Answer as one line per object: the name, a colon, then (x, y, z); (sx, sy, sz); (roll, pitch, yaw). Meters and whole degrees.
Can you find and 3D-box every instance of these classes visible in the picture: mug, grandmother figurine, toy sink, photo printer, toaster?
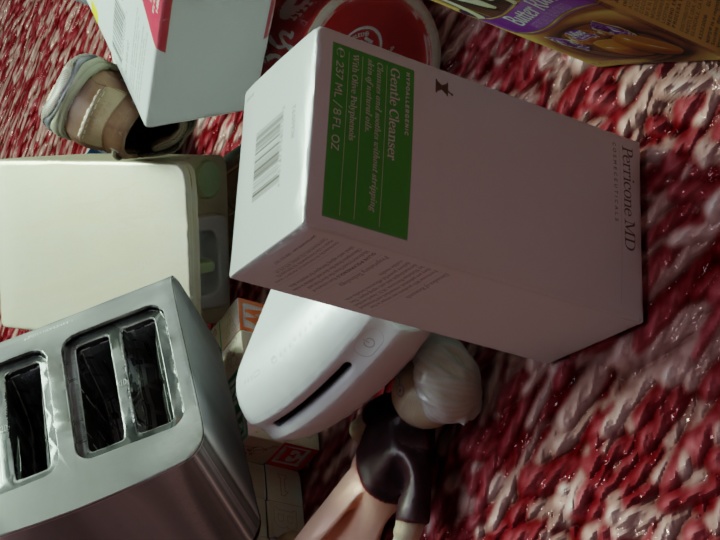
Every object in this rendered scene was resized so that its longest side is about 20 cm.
mug: (-0.033, -0.184, 1.047); (0.200, 0.132, 0.179); (34, 116, 58)
grandmother figurine: (0.012, 0.121, 0.877); (0.201, 0.060, 0.122); (-61, 38, 28)
toy sink: (-0.168, -0.022, 1.126); (0.198, 0.112, 0.132); (2, 98, 35)
photo printer: (0.000, 0.000, 0.888); (0.166, 0.069, 0.201); (-43, 20, 48)
toaster: (-0.170, 0.121, 0.947); (0.179, 0.119, 0.201); (-21, 47, 2)

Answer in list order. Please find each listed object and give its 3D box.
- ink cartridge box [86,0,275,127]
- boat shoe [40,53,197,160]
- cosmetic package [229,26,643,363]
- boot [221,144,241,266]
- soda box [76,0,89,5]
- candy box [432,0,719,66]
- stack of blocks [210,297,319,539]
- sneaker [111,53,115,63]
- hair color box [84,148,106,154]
ink cartridge box: (-0.132, -0.220, 0.989); (0.201, 0.083, 0.146); (61, 151, 32)
boat shoe: (-0.155, -0.111, 1.073); (0.076, 0.071, 0.200); (-64, -11, 17)
cosmetic package: (0.041, -0.032, 0.749); (0.085, 0.198, 0.109); (-31, 51, 54)
boot: (-0.108, -0.047, 1.201); (0.200, 0.076, 0.074); (-39, 3, 27)
soda box: (-0.125, -0.215, 1.159); (0.064, 0.198, 0.069); (13, 87, 64)
candy box: (0.082, -0.158, 0.742); (0.116, 0.198, 0.057); (11, 84, 63)
stack of blocks: (-0.082, 0.136, 1.040); (0.115, 0.058, 0.202); (-47, 37, 40)
sneaker: (-0.157, -0.210, 1.332); (0.200, 0.074, 0.100); (-36, 78, 45)
hair color box: (-0.223, -0.082, 1.348); (0.100, 0.060, 0.200); (-59, 8, 27)
